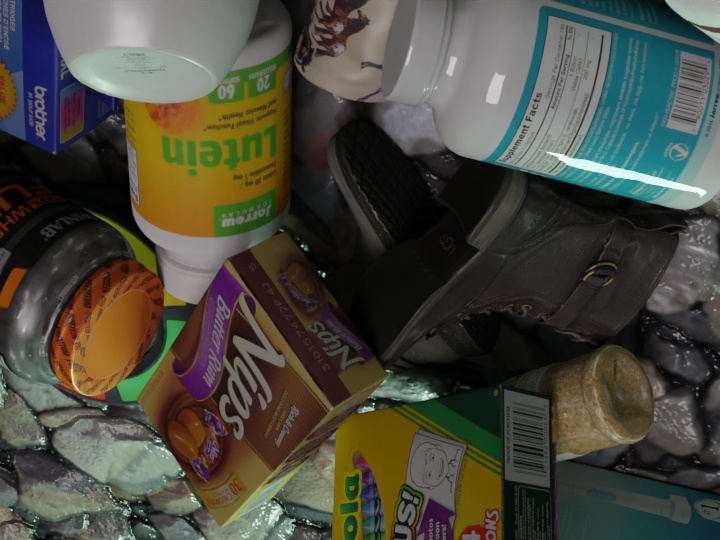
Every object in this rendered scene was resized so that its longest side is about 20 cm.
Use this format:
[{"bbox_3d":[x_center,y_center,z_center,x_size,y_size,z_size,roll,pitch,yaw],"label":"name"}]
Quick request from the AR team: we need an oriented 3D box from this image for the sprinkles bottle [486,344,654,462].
[{"bbox_3d":[0.113,0.110,0.915,0.068,0.068,0.199,48,137,-16],"label":"sprinkles bottle"}]

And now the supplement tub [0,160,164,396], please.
[{"bbox_3d":[-0.243,-0.001,0.904,0.199,0.122,0.124,28,130,21],"label":"supplement tub"}]

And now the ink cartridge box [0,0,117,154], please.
[{"bbox_3d":[-0.234,-0.170,0.850,0.198,0.076,0.138,22,129,15],"label":"ink cartridge box"}]

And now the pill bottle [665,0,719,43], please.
[{"bbox_3d":[0.213,-0.159,0.630,0.114,0.115,0.199,-32,144,34],"label":"pill bottle"}]

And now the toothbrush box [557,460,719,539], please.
[{"bbox_3d":[0.173,0.225,0.948,0.198,0.147,0.086,12,126,11],"label":"toothbrush box"}]

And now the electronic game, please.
[{"bbox_3d":[-0.216,0.026,1.020,0.198,0.042,0.202,10,126,13],"label":"electronic game"}]

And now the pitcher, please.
[{"bbox_3d":[-0.138,-0.202,0.721,0.169,0.203,0.121,-1,166,11],"label":"pitcher"}]

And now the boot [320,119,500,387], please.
[{"bbox_3d":[0.000,0.000,0.910,0.130,0.068,0.201,-18,115,35],"label":"boot"}]

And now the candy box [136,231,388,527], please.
[{"bbox_3d":[-0.072,0.079,0.862,0.117,0.056,0.200,54,141,12],"label":"candy box"}]

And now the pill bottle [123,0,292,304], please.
[{"bbox_3d":[-0.101,-0.080,0.858,0.110,0.111,0.202,12,127,12],"label":"pill bottle"}]

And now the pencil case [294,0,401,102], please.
[{"bbox_3d":[0.015,-0.193,0.759,0.089,0.078,0.201,36,131,21],"label":"pencil case"}]

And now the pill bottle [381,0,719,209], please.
[{"bbox_3d":[0.115,-0.108,0.728,0.198,0.111,0.111,13,129,-11],"label":"pill bottle"}]

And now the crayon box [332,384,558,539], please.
[{"bbox_3d":[0.052,0.191,0.863,0.058,0.202,0.172,16,158,-38],"label":"crayon box"}]

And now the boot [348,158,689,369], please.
[{"bbox_3d":[0.103,0.019,0.837,0.173,0.070,0.200,23,121,-33],"label":"boot"}]
